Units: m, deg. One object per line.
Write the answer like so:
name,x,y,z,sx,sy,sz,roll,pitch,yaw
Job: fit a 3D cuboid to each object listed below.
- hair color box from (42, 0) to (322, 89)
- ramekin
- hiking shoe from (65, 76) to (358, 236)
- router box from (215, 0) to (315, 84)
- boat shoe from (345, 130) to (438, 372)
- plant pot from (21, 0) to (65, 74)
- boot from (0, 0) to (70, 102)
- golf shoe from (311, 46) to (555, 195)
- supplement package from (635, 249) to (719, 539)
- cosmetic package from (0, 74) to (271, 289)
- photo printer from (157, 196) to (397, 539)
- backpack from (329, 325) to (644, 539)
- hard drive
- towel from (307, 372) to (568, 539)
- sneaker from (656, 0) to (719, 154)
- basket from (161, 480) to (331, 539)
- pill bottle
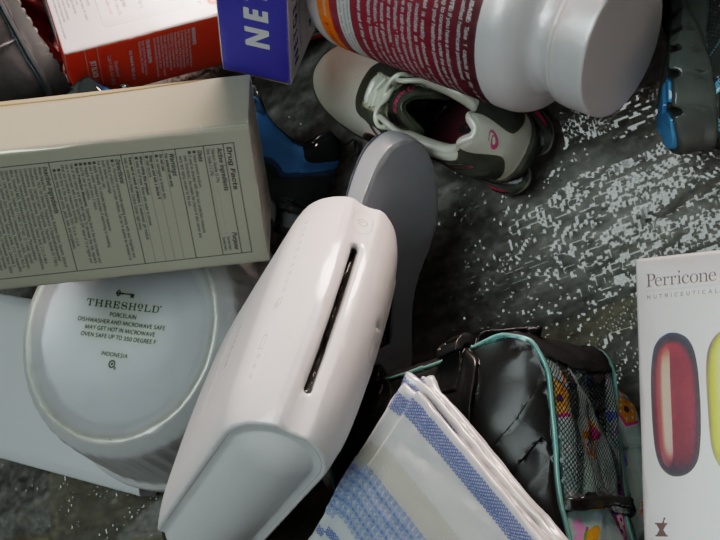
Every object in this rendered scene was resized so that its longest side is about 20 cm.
hair color box,-0.126,-0.204,0.935,0.198,0.064,0.112,-17,66,-12
ramekin,-0.148,0.052,0.928,0.200,0.094,0.205,-6,74,21
hiking shoe,-0.107,-0.096,0.915,0.087,0.199,0.074,-65,17,-1
router box,-0.042,-0.250,0.810,0.048,0.201,0.181,13,57,8
boat shoe,0.000,0.000,0.849,0.070,0.070,0.202,32,129,42
plant pot,-0.293,-0.091,0.995,0.183,0.198,0.202,118,139,-62
boot,-0.323,-0.139,0.877,0.199,0.066,0.165,-32,80,-19
golf shoe,0.033,-0.116,0.863,0.199,0.088,0.078,26,98,37
supplement package,0.216,0.095,0.681,0.113,0.109,0.202,-7,77,33
cosmetic package,-0.161,-0.055,0.835,0.198,0.104,0.073,-6,35,0
photo printer,-0.045,0.063,0.748,0.200,0.069,0.167,-53,15,54
backpack,0.079,0.153,0.739,0.175,0.153,0.202,-21,61,36
hard drive,-0.230,0.096,1.044,0.199,0.026,0.133,7,85,36
towel,0.024,0.173,0.674,0.147,0.024,0.201,48,119,36
sneaker,0.215,-0.161,0.766,0.081,0.073,0.202,1,75,5
basket,-0.045,0.233,0.829,0.180,0.135,0.201,-43,56,32
pill bottle,0.072,-0.162,0.777,0.199,0.113,0.114,27,97,33
